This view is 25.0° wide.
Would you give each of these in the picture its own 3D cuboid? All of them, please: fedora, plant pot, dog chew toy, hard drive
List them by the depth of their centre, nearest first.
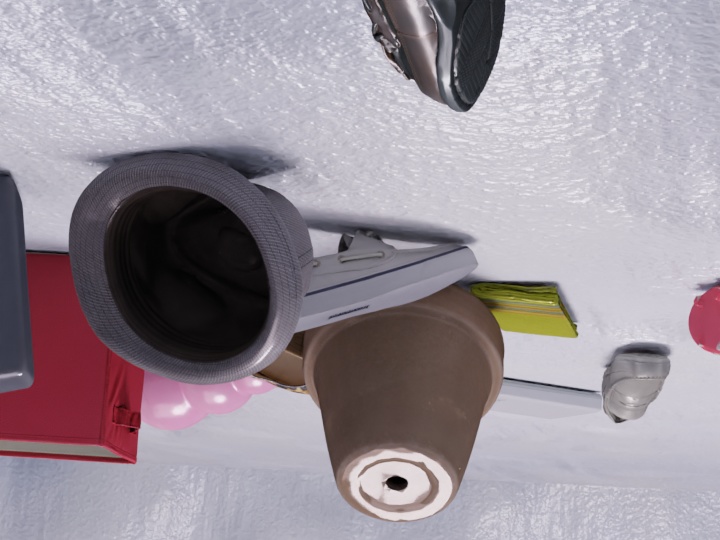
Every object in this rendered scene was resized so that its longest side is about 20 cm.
[{"bbox_3d":[-0.113,-0.010,1.217,0.198,0.179,0.090,-3,-165,33],"label":"fedora"},{"bbox_3d":[0.036,0.133,1.518,0.198,0.176,0.202,3,134,3],"label":"plant pot"},{"bbox_3d":[-0.168,0.106,1.790,0.198,0.126,0.124,-11,162,27],"label":"dog chew toy"},{"bbox_3d":[0.202,0.169,2.160,0.198,0.027,0.132,10,167,-25],"label":"hard drive"}]

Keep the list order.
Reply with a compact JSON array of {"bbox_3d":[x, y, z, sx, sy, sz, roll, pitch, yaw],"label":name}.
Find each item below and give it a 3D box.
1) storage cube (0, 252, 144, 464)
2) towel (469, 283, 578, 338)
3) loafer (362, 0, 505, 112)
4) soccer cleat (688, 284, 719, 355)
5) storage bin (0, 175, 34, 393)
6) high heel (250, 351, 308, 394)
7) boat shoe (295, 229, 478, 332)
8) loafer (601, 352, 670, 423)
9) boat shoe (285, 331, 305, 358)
[{"bbox_3d":[-0.308,0.087,1.589,0.197,0.182,0.171,2,168,4],"label":"storage cube"},{"bbox_3d":[0.166,0.040,1.611,0.085,0.018,0.200,7,170,15],"label":"towel"},{"bbox_3d":[0.025,-0.139,0.746,0.062,0.072,0.200,21,165,17],"label":"loafer"},{"bbox_3d":[0.370,0.038,1.425,0.076,0.068,0.199,5,166,-29],"label":"soccer cleat"},{"bbox_3d":[-0.329,0.018,1.277,0.133,0.202,0.146,-4,169,-8],"label":"storage bin"},{"bbox_3d":[-0.092,0.092,1.646,0.198,0.072,0.142,22,-169,11],"label":"high heel"},{"bbox_3d":[0.000,0.000,1.358,0.198,0.066,0.072,-16,168,-11],"label":"boat shoe"},{"bbox_3d":[0.315,0.136,1.867,0.069,0.071,0.200,3,168,3],"label":"loafer"},{"bbox_3d":[0.002,0.065,1.638,0.198,0.072,0.065,8,176,3],"label":"boat shoe"}]
